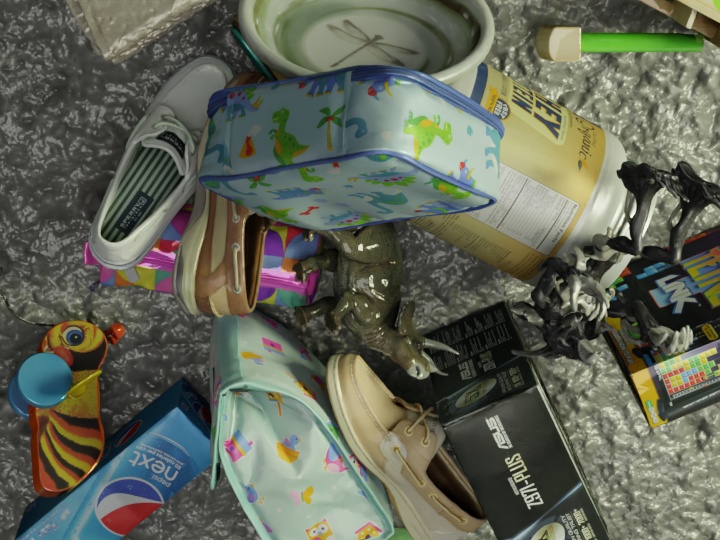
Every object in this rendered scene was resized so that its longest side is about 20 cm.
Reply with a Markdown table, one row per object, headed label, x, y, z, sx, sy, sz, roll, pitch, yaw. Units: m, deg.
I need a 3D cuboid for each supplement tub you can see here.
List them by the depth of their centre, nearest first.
| label | x | y | z | sx | sy | sz | roll | pitch | yaw |
| --- | --- | --- | --- | --- | --- | --- | --- | --- | --- |
| supplement tub | 0.127 | -0.074 | 1.213 | 0.200 | 0.144 | 0.145 | 27 | 106 | -11 |

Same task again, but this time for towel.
| label | x | y | z | sx | sy | sz | roll | pitch | yaw |
| --- | --- | --- | --- | --- | --- | --- | --- | --- | --- |
| towel | -0.152 | -0.264 | 1.171 | 0.200 | 0.034 | 0.133 | -30 | 84 | 6 |

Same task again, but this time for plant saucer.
| label | x | y | z | sx | sy | sz | roll | pitch | yaw |
| --- | --- | --- | --- | --- | --- | --- | --- | --- | --- |
| plant saucer | 0.003 | -0.181 | 1.157 | 0.199 | 0.200 | 0.050 | 3 | 131 | -3 |

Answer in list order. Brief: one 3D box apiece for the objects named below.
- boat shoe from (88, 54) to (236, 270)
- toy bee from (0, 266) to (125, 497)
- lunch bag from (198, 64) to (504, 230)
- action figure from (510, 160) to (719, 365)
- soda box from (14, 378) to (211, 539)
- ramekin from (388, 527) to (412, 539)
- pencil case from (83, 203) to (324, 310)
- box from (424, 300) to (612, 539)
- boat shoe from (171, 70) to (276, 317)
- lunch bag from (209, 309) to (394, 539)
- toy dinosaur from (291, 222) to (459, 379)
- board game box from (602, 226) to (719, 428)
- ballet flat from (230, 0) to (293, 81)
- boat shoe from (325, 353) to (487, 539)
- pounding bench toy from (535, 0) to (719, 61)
| label | x | y | z | sx | sy | sz | roll | pitch | yaw |
| --- | --- | --- | --- | --- | --- | --- | --- | --- | --- |
| boat shoe | -0.152 | -0.091 | 1.193 | 0.073 | 0.067 | 0.201 | 25 | 76 | -4 |
| toy bee | -0.248 | 0.086 | 1.273 | 0.108 | 0.131 | 0.201 | -12 | 99 | -24 |
| lunch bag | -0.005 | -0.084 | 1.073 | 0.161 | 0.200 | 0.083 | 21 | 70 | -47 |
| action figure | 0.193 | 0.013 | 1.124 | 0.119 | 0.102 | 0.200 | 13 | 122 | -32 |
| soda box | -0.214 | 0.190 | 1.328 | 0.200 | 0.068 | 0.064 | -40 | 106 | 10 |
| ramekin | 0.028 | 0.351 | 1.376 | 0.199 | 0.098 | 0.201 | -1 | 108 | -2 |
| pencil case | -0.130 | -0.013 | 1.255 | 0.199 | 0.088 | 0.089 | 6 | 108 | -6 |
| box | 0.129 | 0.142 | 1.257 | 0.086 | 0.200 | 0.164 | -24 | 108 | 6 |
| boat shoe | -0.092 | -0.058 | 1.182 | 0.072 | 0.076 | 0.201 | 11 | 88 | 18 |
| lunch bag | -0.067 | 0.135 | 1.260 | 0.122 | 0.170 | 0.200 | -31 | 112 | 8 |
| toy dinosaur | 0.000 | 0.000 | 1.220 | 0.102 | 0.077 | 0.201 | -10 | 84 | -34 |
| board game box | 0.285 | 0.036 | 1.227 | 0.165 | 0.200 | 0.057 | -24 | 111 | 5 |
| ballet flat | -0.033 | -0.137 | 1.229 | 0.063 | 0.069 | 0.200 | -33 | 109 | -6 |
| boat shoe | 0.042 | 0.143 | 1.224 | 0.069 | 0.074 | 0.200 | -22 | 116 | 22 |
| pounding bench toy | 0.250 | -0.226 | 1.178 | 0.156 | 0.124 | 0.200 | 26 | 106 | -11 |
